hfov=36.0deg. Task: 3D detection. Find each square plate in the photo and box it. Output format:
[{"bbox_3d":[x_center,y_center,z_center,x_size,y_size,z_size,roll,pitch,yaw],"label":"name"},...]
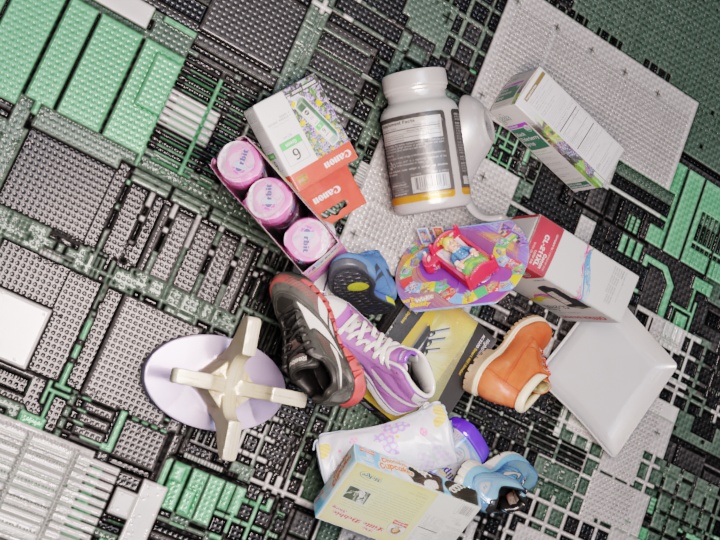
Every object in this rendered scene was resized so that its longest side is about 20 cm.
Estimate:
[{"bbox_3d":[0.391,0.160,1.768,0.200,0.028,0.198,46,70,-16],"label":"square plate"}]

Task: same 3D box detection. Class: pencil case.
[{"bbox_3d":[0.036,0.248,1.537,0.199,0.083,0.091,-17,101,1],"label":"pencil case"}]

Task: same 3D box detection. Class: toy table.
[{"bbox_3d":[-0.178,0.153,1.463,0.199,0.117,0.185,1,87,-25],"label":"toy table"}]

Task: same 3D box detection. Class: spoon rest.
[{"bbox_3d":[0.173,-0.164,1.651,0.099,0.060,0.201,15,64,-65],"label":"spoon rest"}]

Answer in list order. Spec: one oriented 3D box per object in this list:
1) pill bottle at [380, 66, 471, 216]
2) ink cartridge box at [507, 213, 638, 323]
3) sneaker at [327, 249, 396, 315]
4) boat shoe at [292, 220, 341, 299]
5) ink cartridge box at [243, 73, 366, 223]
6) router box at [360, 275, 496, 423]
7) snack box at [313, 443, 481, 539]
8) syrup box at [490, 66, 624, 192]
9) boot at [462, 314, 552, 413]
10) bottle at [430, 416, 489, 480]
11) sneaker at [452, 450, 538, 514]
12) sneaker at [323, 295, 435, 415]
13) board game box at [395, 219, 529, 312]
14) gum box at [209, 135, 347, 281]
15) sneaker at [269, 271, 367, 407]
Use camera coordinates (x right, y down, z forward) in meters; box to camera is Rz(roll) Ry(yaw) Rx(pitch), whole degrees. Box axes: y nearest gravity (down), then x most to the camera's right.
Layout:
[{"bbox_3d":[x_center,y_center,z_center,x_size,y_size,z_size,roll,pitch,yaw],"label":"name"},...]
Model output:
[{"bbox_3d":[0.091,-0.185,1.600,0.116,0.116,0.202,-9,91,-24],"label":"pill bottle"},{"bbox_3d":[0.293,0.000,1.666,0.199,0.146,0.083,29,77,-20],"label":"ink cartridge box"},{"bbox_3d":[0.000,0.000,1.530,0.065,0.200,0.079,-9,71,16],"label":"sneaker"},{"bbox_3d":[-0.053,0.033,1.552,0.065,0.072,0.202,15,76,-38],"label":"boat shoe"},{"bbox_3d":[-0.068,-0.162,1.562,0.109,0.050,0.201,-32,100,-22],"label":"ink cartridge box"},{"bbox_3d":[0.084,0.133,1.616,0.157,0.052,0.201,40,73,-18],"label":"router box"},{"bbox_3d":[0.050,0.317,1.504,0.199,0.037,0.116,24,117,-18],"label":"snack box"},{"bbox_3d":[0.305,-0.217,1.719,0.200,0.079,0.082,39,73,-18],"label":"syrup box"},{"bbox_3d":[0.248,0.141,1.641,0.200,0.107,0.075,-37,140,-42],"label":"boot"},{"bbox_3d":[0.099,0.306,1.606,0.200,0.065,0.084,-44,121,-20],"label":"bottle"},{"bbox_3d":[0.207,0.323,1.611,0.199,0.090,0.079,0,118,-54],"label":"sneaker"},{"bbox_3d":[0.024,0.099,1.479,0.200,0.114,0.073,45,60,-5],"label":"sneaker"},{"bbox_3d":[0.137,-0.019,1.569,0.039,0.199,0.159,61,31,-41],"label":"board game box"},{"bbox_3d":[-0.110,-0.084,1.468,0.066,0.114,0.200,-41,82,0],"label":"gum box"},{"bbox_3d":[-0.069,0.091,1.436,0.098,0.071,0.201,-13,72,-58],"label":"sneaker"}]
